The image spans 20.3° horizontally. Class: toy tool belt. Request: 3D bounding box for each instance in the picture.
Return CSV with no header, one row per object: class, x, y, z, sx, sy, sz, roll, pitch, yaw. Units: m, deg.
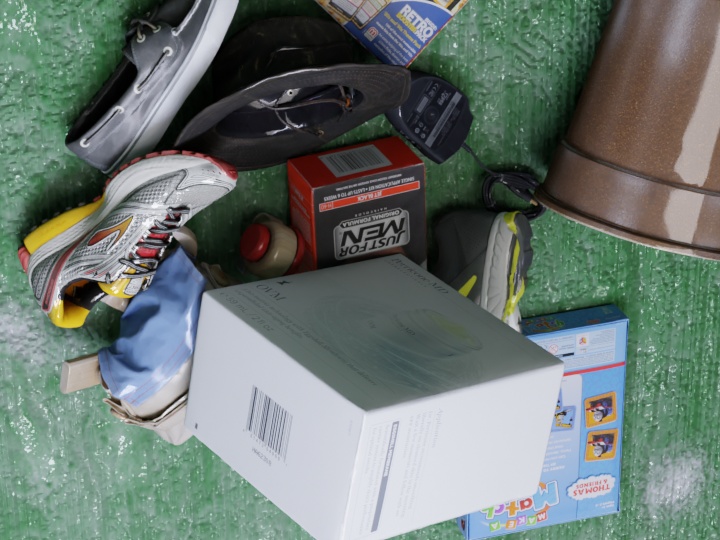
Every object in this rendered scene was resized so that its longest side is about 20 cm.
toy tool belt,-0.142,0.031,1.577,0.123,0.125,0.200,26,104,-37

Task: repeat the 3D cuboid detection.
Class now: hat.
hat,-0.063,-0.146,1.530,0.200,0.201,0.081,-15,78,-12

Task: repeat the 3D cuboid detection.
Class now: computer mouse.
computer mouse,0.085,-0.100,1.650,0.200,0.034,0.059,40,80,-36

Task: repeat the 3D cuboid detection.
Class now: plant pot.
plant pot,0.260,-0.130,1.611,0.199,0.200,0.199,9,104,-23

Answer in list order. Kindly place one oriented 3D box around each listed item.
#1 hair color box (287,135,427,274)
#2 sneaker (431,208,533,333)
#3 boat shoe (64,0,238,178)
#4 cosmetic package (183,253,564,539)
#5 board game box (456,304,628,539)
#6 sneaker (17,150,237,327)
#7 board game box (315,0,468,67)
hair color box,0.000,0.000,1.639,0.101,0.061,0.201,-14,122,-18
sneaker,0.089,0.041,1.682,0.074,0.084,0.201,-8,111,-63
boat shoe,-0.154,-0.159,1.510,0.056,0.069,0.201,24,107,-27
cosmetic package,0.009,0.092,1.506,0.199,0.199,0.124,-10,121,-39
board game box,0.160,0.136,1.785,0.150,0.037,0.201,-9,116,-15
sneaker,-0.169,-0.023,1.525,0.200,0.083,0.078,-33,153,25
board game box,0.041,-0.271,1.536,0.200,0.046,0.151,-46,121,6
